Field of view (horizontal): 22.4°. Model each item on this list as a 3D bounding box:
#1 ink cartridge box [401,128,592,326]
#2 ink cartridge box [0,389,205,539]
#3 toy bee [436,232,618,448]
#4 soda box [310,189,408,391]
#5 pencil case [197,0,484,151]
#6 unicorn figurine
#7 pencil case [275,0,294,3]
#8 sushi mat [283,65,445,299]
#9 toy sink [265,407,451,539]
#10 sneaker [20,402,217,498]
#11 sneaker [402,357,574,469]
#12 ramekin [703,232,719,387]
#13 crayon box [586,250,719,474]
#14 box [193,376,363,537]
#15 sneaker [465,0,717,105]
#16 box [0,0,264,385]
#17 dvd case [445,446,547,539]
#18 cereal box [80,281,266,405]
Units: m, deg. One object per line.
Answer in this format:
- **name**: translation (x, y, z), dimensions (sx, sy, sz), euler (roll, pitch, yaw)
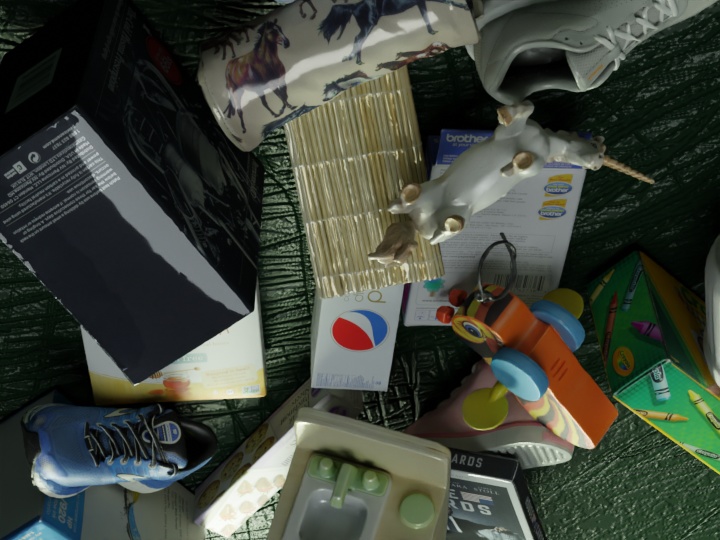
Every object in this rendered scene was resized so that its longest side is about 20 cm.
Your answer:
- **ink cartridge box**: translation (0.101, -0.038, 1.387), dimensions (0.118, 0.042, 0.201), euler (1, 135, -7)
- **ink cartridge box**: translation (-0.246, 0.234, 1.540), dimensions (0.147, 0.145, 0.200), euler (-32, 128, 22)
- **toy bee**: translation (0.116, 0.046, 1.382), dimensions (0.130, 0.108, 0.201), euler (-29, 116, -32)
- **soda box**: translation (0.000, 0.000, 1.395), dimensions (0.063, 0.068, 0.201), euler (4, 132, -5)
- **pencil case**: translation (-0.012, -0.154, 1.226), dimensions (0.199, 0.078, 0.089), euler (-25, 166, 3)
- **unicorn figurine**: translation (0.096, -0.067, 1.256), dimensions (0.199, 0.074, 0.137), euler (-20, 175, 8)
- **pencil case**: translation (0.013, -0.247, 1.162), dimensions (0.199, 0.084, 0.091), euler (-24, 159, 16)
- **sushi mat**: translation (-0.003, -0.083, 1.290), dimensions (0.095, 0.012, 0.202), euler (-11, 104, -1)
- **toy sink**: translation (-0.003, 0.215, 1.477), dimensions (0.129, 0.113, 0.200), euler (14, 152, 8)
- **sneaker**: translation (-0.190, 0.135, 1.456), dimensions (0.089, 0.079, 0.199), euler (-22, 165, 31)
- **sneaker**: translation (0.108, 0.111, 1.513), dimensions (0.075, 0.105, 0.200), euler (20, 158, -32)
- **ramekin**: translation (0.348, 0.013, 1.355), dimensions (0.201, 0.203, 0.095), euler (-15, 121, 10)
- **crayon box**: translation (0.270, 0.085, 1.453), dimensions (0.058, 0.119, 0.200), euler (-36, 128, 26)
- **box**: translation (-0.072, 0.155, 1.551), dimensions (0.039, 0.042, 0.200), euler (28, 126, -26)
- **sneaker**: translation (0.170, -0.163, 1.242), dimensions (0.199, 0.092, 0.076), euler (-21, 131, 14)
- **box**: translation (-0.158, -0.062, 1.216), dimensions (0.104, 0.201, 0.182), euler (-30, 117, 17)
- **dvd case**: translation (0.078, 0.201, 1.551), dimensions (0.149, 0.025, 0.200), euler (8, 151, 20)
- **cereal box**: translation (-0.150, 0.022, 1.423), dimensions (0.143, 0.040, 0.201), euler (-3, 133, 0)
